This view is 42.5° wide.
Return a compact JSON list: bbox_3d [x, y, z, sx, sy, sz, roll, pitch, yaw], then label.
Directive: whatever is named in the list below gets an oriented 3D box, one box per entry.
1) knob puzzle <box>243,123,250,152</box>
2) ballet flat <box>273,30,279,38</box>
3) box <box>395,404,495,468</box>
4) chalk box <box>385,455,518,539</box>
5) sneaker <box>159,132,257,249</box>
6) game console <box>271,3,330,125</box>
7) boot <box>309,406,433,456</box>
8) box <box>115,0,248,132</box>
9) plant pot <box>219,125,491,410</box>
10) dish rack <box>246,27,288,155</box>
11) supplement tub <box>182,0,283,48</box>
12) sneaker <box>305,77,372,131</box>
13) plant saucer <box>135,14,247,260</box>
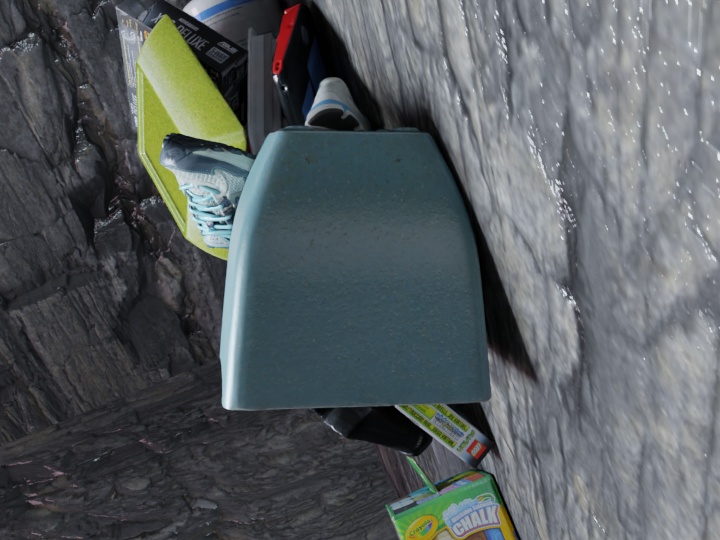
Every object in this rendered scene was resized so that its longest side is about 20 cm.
[{"bbox_3d":[-0.104,-0.095,1.104,0.220,0.030,0.220,7,-90,-71],"label":"knob puzzle"},{"bbox_3d":[-0.135,-0.232,1.124,0.070,0.200,0.067,59,-145,-19],"label":"ballet flat"},{"bbox_3d":[0.070,0.145,1.022,0.110,0.035,0.200,39,179,-11],"label":"box"},{"bbox_3d":[0.108,0.305,1.069,0.125,0.124,0.200,109,140,-82],"label":"chalk box"},{"bbox_3d":[-0.117,-0.061,0.834,0.200,0.078,0.086,29,-100,-65],"label":"sneaker"},{"bbox_3d":[-0.049,-0.167,0.990,0.177,0.031,0.200,-90,-14,-52],"label":"game console"},{"bbox_3d":[-0.021,0.143,1.026,0.165,0.066,0.200,24,177,30],"label":"boot"},{"bbox_3d":[-0.205,-0.208,1.090,0.158,0.050,0.200,34,148,16],"label":"box"},{"bbox_3d":[-0.014,-0.013,0.736,0.196,0.196,0.200,-143,52,-78],"label":"plant pot"},{"bbox_3d":[-0.080,-0.153,1.016,0.172,0.044,0.200,70,-167,-52],"label":"dish rack"},{"bbox_3d":[-0.143,-0.271,1.227,0.132,0.132,0.200,-162,52,-82],"label":"supplement tub"},{"bbox_3d":[-0.005,-0.110,0.940,0.200,0.075,0.087,74,-168,-48],"label":"sneaker"},{"bbox_3d":[-0.191,-0.133,0.988,0.200,0.048,0.200,56,151,28],"label":"plant saucer"}]
